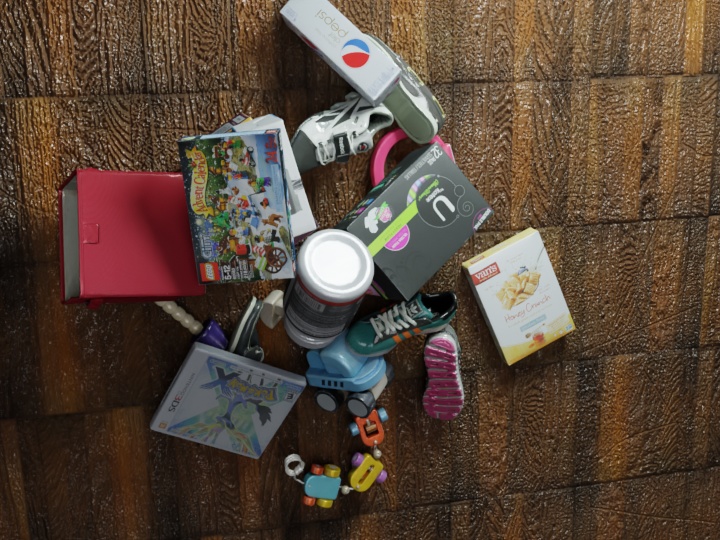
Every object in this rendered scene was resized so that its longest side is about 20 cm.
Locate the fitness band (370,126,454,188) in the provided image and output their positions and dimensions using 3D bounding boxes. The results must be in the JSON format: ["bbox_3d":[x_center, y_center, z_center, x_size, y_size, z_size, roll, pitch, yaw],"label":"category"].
[{"bbox_3d":[0.093,-0.141,1.537,0.142,0.037,0.202,-18,106,-6],"label":"fitness band"}]

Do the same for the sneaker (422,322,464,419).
[{"bbox_3d":[0.145,0.170,1.604,0.073,0.088,0.202,1,127,11],"label":"sneaker"}]

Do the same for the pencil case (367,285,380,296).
[{"bbox_3d":[0.000,0.000,1.524,0.197,0.087,0.089,7,102,-16],"label":"pencil case"}]

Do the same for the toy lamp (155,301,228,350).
[{"bbox_3d":[-0.295,0.064,1.482,0.058,0.058,0.200,-46,108,1],"label":"toy lamp"}]

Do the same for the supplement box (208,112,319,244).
[{"bbox_3d":[-0.157,-0.135,1.436,0.085,0.110,0.201,-34,109,-4],"label":"supplement box"}]

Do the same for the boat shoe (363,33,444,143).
[{"bbox_3d":[0.060,-0.297,1.478,0.202,0.071,0.061,52,44,-8],"label":"boat shoe"}]

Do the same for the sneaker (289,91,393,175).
[{"bbox_3d":[-0.030,-0.205,1.423,0.200,0.088,0.075,-42,146,-24],"label":"sneaker"}]

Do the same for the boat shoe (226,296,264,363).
[{"bbox_3d":[-0.187,0.136,1.513,0.067,0.072,0.202,16,109,-8],"label":"boat shoe"}]

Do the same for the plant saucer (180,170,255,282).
[{"bbox_3d":[-0.204,-0.074,1.409,0.032,0.199,0.202,-37,110,-29],"label":"plant saucer"}]

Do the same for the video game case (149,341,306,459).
[{"bbox_3d":[-0.214,0.215,1.498,0.198,0.022,0.183,21,118,-24],"label":"video game case"}]

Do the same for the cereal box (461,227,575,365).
[{"bbox_3d":[0.279,0.046,1.622,0.143,0.040,0.202,-28,108,-6],"label":"cereal box"}]

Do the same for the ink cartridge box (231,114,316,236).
[{"bbox_3d":[-0.120,-0.115,1.331,0.067,0.116,0.202,-19,108,-8],"label":"ink cartridge box"}]

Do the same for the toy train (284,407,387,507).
[{"bbox_3d":[-0.034,0.320,1.609,0.198,0.056,0.152,-27,107,-9],"label":"toy train"}]

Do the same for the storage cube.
[{"bbox_3d":[-0.336,-0.046,1.346,0.178,0.170,0.203,0,85,-27],"label":"storage cube"}]

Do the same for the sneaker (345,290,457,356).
[{"bbox_3d":[0.068,0.075,1.491,0.198,0.080,0.072,-19,66,-23],"label":"sneaker"}]

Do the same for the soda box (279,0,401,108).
[{"bbox_3d":[-0.029,-0.341,1.406,0.200,0.068,0.064,44,91,2],"label":"soda box"}]

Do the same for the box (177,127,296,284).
[{"bbox_3d":[-0.165,-0.085,1.255,0.135,0.038,0.203,-5,108,4],"label":"box"}]

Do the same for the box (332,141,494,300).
[{"bbox_3d":[0.076,-0.073,1.438,0.200,0.124,0.149,-45,101,-13],"label":"box"}]

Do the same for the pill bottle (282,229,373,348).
[{"bbox_3d":[-0.056,0.034,1.392,0.114,0.200,0.117,6,61,-12],"label":"pill bottle"}]

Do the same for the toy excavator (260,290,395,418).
[{"bbox_3d":[-0.057,0.125,1.515,0.100,0.192,0.202,-49,131,-44],"label":"toy excavator"}]
